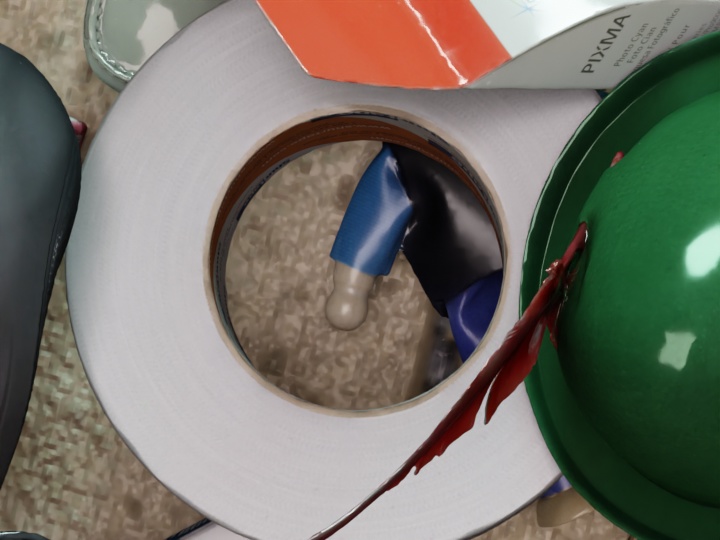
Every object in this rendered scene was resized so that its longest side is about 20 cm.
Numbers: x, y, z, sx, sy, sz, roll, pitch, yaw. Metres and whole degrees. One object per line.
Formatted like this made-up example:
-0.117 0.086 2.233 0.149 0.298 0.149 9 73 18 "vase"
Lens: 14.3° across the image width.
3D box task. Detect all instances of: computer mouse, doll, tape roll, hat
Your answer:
-0.139 0.024 0.922 0.138 0.053 0.201 9 93 -6 "computer mouse"
0.051 -0.008 1.054 0.136 0.048 0.201 -24 89 3 "doll"
0.000 0.000 0.998 0.199 0.066 0.202 0 83 2 "tape roll"
0.083 0.005 0.847 0.165 0.176 0.201 4 83 30 "hat"

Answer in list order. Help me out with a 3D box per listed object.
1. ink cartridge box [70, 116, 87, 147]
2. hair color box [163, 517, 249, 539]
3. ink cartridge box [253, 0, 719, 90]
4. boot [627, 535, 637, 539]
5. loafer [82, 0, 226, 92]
-0.173 0.027 1.020 0.084 0.146 0.201 21 92 0 "ink cartridge box"
-0.070 0.154 1.057 0.199 0.061 0.100 -28 89 4 "hair color box"
0.030 -0.130 0.961 0.047 0.199 0.160 -56 53 33 "ink cartridge box"
0.174 0.090 0.970 0.174 0.200 0.066 -20 90 4 "boot"
-0.045 -0.155 1.047 0.070 0.070 0.201 26 92 4 "loafer"
